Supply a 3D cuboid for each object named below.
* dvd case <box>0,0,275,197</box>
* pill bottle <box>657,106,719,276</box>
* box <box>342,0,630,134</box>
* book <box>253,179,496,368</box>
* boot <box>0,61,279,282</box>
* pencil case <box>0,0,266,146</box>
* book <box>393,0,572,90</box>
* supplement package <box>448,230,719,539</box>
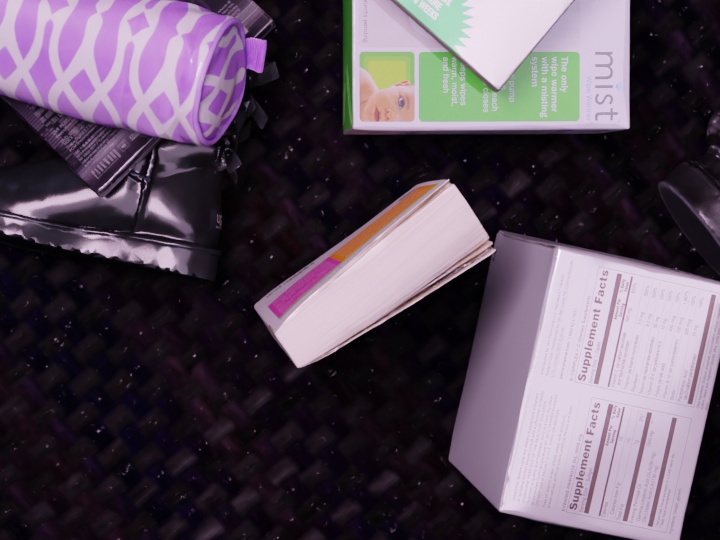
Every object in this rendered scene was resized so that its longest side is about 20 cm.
[{"bbox_3d":[-0.171,-0.163,1.380,0.149,0.016,0.200,-45,73,-4],"label":"dvd case"},{"bbox_3d":[0.290,-0.083,1.424,0.199,0.112,0.112,-38,96,-2],"label":"pill bottle"},{"bbox_3d":[0.077,-0.185,1.406,0.175,0.097,0.202,1,92,-4],"label":"box"},{"bbox_3d":[0.000,0.000,1.355,0.133,0.200,0.048,-35,96,-2],"label":"book"},{"bbox_3d":[-0.157,-0.087,1.398,0.196,0.073,0.164,10,85,3],"label":"boot"},{"bbox_3d":[-0.163,-0.133,1.324,0.198,0.086,0.085,19,116,13],"label":"pencil case"},{"bbox_3d":[0.095,-0.226,1.331,0.133,0.048,0.200,40,92,-3],"label":"book"},{"bbox_3d":[0.134,0.066,1.372,0.110,0.200,0.157,12,92,-6],"label":"supplement package"}]
